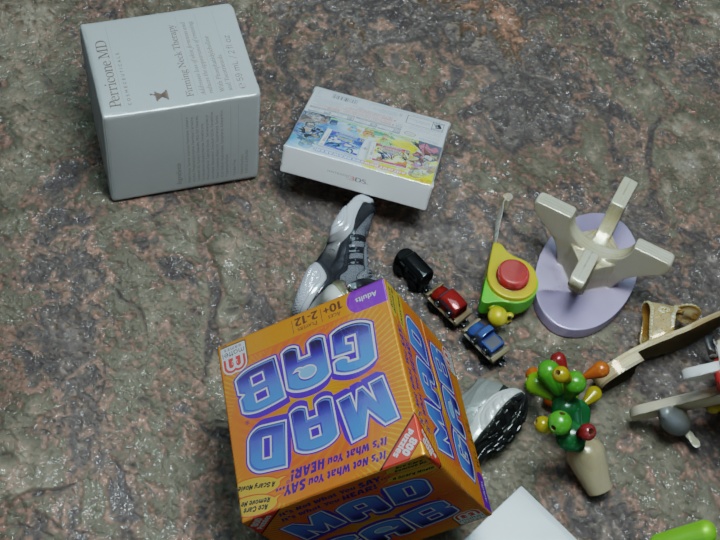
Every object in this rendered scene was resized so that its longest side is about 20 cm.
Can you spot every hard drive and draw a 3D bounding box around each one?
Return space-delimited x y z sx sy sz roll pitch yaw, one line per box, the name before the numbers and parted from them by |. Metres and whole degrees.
hard drive | 0.204 0.349 1.315 0.132 0.027 0.200 -36 68 -27

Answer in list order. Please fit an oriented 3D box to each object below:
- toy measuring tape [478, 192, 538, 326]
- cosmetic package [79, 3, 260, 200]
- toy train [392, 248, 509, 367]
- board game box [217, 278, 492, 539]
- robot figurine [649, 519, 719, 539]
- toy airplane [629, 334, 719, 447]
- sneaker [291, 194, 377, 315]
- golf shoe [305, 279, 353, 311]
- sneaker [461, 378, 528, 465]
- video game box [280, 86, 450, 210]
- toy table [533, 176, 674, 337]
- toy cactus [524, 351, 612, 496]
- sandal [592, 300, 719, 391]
toy measuring tape | 0.197 -0.011 1.539 0.073 0.074 0.201 14 55 2
cosmetic package | -0.244 -0.217 1.561 0.198 0.167 0.168 -11 58 -14
toy train | 0.113 0.044 1.503 0.034 0.046 0.200 -33 66 -26
board game box | -0.006 0.168 1.263 0.199 0.200 0.201 -22 55 14
robot figurine | 0.367 0.353 1.256 0.199 0.116 0.177 -23 86 -21
toy airplane | 0.442 0.145 1.394 0.198 0.200 0.142 -13 88 -24
sneaker | 0.000 0.000 1.505 0.113 0.076 0.201 27 56 3
golf shoe | -0.046 0.084 1.359 0.092 0.200 0.073 -27 68 -26
sneaker | 0.105 0.200 1.388 0.200 0.074 0.079 -39 44 -25
video game box | 0.011 -0.165 1.603 0.198 0.047 0.183 16 33 3
toy table | 0.297 -0.023 1.532 0.182 0.117 0.201 17 56 4
toy cactus | 0.253 0.174 1.389 0.102 0.200 0.166 -23 94 5
sandal | 0.365 0.071 1.500 0.211 0.078 0.070 -26 68 -18
